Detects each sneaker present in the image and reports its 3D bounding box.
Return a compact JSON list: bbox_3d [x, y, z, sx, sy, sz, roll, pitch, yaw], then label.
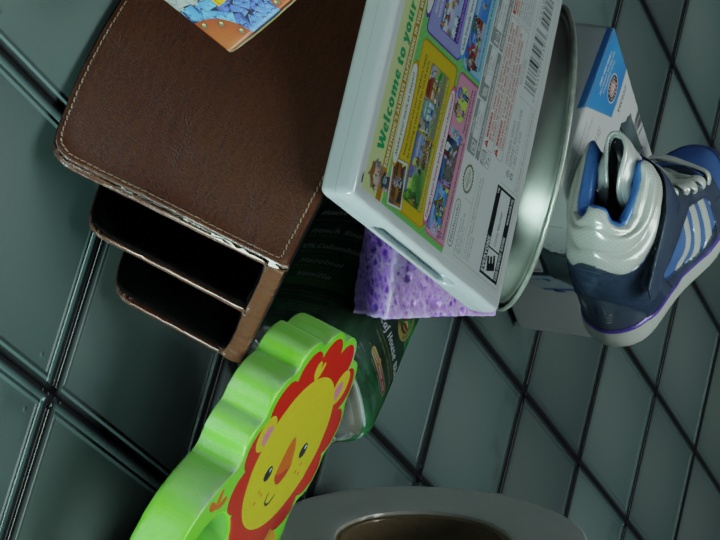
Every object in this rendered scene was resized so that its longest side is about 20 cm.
[{"bbox_3d":[0.208,-0.058,1.691,0.200,0.080,0.147,-54,148,-33],"label":"sneaker"}]

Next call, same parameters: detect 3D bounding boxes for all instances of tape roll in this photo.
[{"bbox_3d":[0.037,0.226,1.446,0.202,0.201,0.140,-22,116,-63],"label":"tape roll"}]

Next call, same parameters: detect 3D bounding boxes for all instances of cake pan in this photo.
[{"bbox_3d":[0.093,-0.075,1.532,0.200,0.036,0.202,-169,-90,-81],"label":"cake pan"}]

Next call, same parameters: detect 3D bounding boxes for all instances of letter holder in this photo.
[{"bbox_3d":[-0.075,-0.081,1.260,0.201,0.142,0.101,-64,-178,-34],"label":"letter holder"}]

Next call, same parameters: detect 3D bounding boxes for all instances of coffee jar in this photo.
[{"bbox_3d":[0.000,0.000,1.444,0.105,0.085,0.201,74,32,-42],"label":"coffee jar"}]

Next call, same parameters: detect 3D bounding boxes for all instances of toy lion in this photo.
[{"bbox_3d":[-0.068,0.120,1.274,0.200,0.068,0.193,-35,148,-58],"label":"toy lion"}]

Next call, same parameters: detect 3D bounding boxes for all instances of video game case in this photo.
[{"bbox_3d":[0.049,-0.101,1.283,0.182,0.022,0.201,37,62,-56],"label":"video game case"}]

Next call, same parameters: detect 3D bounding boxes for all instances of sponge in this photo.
[{"bbox_3d":[0.054,-0.071,1.377,0.111,0.030,0.201,2,99,-52],"label":"sponge"}]

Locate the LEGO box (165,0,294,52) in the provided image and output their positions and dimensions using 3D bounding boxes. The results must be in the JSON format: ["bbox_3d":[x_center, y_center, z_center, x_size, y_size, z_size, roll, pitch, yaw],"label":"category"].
[{"bbox_3d":[-0.064,-0.234,1.156,0.149,0.077,0.201,37,53,-17],"label":"LEGO box"}]

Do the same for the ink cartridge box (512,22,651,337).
[{"bbox_3d":[0.152,-0.066,1.768,0.147,0.085,0.200,-68,151,-29],"label":"ink cartridge box"}]
